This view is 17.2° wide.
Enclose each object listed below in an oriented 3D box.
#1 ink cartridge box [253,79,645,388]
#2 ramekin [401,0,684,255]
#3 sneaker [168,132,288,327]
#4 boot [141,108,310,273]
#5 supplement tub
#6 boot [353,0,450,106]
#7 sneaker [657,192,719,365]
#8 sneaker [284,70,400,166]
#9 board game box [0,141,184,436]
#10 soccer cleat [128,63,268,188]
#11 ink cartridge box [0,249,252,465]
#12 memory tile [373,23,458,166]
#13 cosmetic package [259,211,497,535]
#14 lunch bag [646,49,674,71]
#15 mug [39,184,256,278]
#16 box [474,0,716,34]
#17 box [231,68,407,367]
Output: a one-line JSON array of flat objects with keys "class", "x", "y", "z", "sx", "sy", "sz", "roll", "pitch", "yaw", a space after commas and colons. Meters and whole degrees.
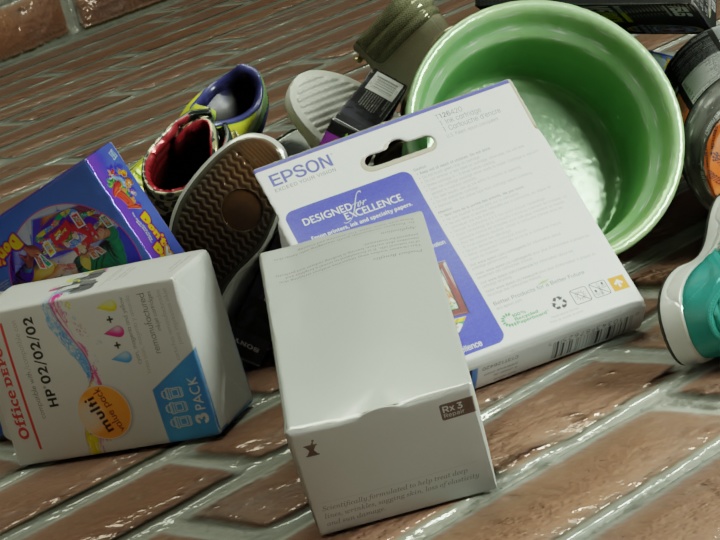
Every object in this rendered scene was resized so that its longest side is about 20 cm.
[{"class": "ink cartridge box", "x": 0.056, "y": -0.014, "z": 1.585, "sx": 0.197, "sy": 0.047, "sz": 0.200, "roll": -20, "pitch": 56, "yaw": -13}, {"class": "ramekin", "x": 0.123, "y": -0.082, "z": 1.702, "sx": 0.199, "sy": 0.201, "sz": 0.098, "roll": -19, "pitch": -14, "yaw": -14}, {"class": "sneaker", "x": -0.107, "y": -0.014, "z": 1.736, "sx": 0.073, "sy": 0.200, "sz": 0.085, "roll": 27, "pitch": 14, "yaw": 2}, {"class": "boot", "x": -0.090, "y": -0.072, "z": 1.813, "sx": 0.073, "sy": 0.154, "sz": 0.204, "roll": 28, "pitch": 59, "yaw": 24}, {"class": "supplement tub", "x": 0.288, "y": -0.103, "z": 1.746, "sx": 0.122, "sy": 0.123, "sz": 0.200, "roll": -14, "pitch": 18, "yaw": 4}, {"class": "boot", "x": 0.056, "y": -0.130, "z": 1.931, "sx": 0.072, "sy": 0.155, "sz": 0.200, "roll": -38, "pitch": -10, "yaw": -29}, {"class": "sneaker", "x": 0.272, "y": -0.012, "z": 1.494, "sx": 0.120, "sy": 0.084, "sz": 0.200, "roll": -13, "pitch": 21, "yaw": 32}, {"class": "sneaker", "x": 0.012, "y": -0.075, "z": 1.872, "sx": 0.082, "sy": 0.200, "sz": 0.074, "roll": -35, "pitch": 20, "yaw": 54}, {"class": "board game box", "x": -0.221, "y": 0.017, "z": 1.698, "sx": 0.200, "sy": 0.135, "sz": 0.045, "roll": -30, "pitch": 7, "yaw": 26}, {"class": "soccer cleat", "x": -0.142, "y": -0.090, "z": 1.858, "sx": 0.065, "sy": 0.084, "sz": 0.200, "roll": 32, "pitch": 54, "yaw": 15}, {"class": "ink cartridge box", "x": -0.188, "y": 0.064, "z": 1.640, "sx": 0.199, "sy": 0.116, "sz": 0.068, "roll": -11, "pitch": 14, "yaw": 22}, {"class": "memory tile", "x": 0.119, "y": -0.111, "z": 1.819, "sx": 0.199, "sy": 0.154, "sz": 0.017, "roll": 10, "pitch": 33, "yaw": -27}, {"class": "cosmetic package", "x": 0.007, "y": 0.057, "z": 1.417, "sx": 0.112, "sy": 0.081, "sz": 0.200, "roll": -14, "pitch": 33, "yaw": 3}, {"class": "lunch bag", "x": 0.215, "y": -0.142, "z": 1.951, "sx": 0.199, "sy": 0.083, "sz": 0.161, "roll": 7, "pitch": -1, "yaw": -36}, {"class": "mug", "x": -0.142, "y": -0.008, "z": 1.934, "sx": 0.199, "sy": 0.178, "sz": 0.134, "roll": -15, "pitch": -23, "yaw": -16}, {"class": "box", "x": 0.180, "y": -0.208, "z": 1.789, "sx": 0.160, "sy": 0.044, "sz": 0.200, "roll": 2, "pitch": 0, "yaw": 13}, {"class": "box", "x": -0.033, "y": -0.040, "z": 1.757, "sx": 0.036, "sy": 0.200, "sz": 0.143, "roll": 28, "pitch": 23, "yaw": 1}]
